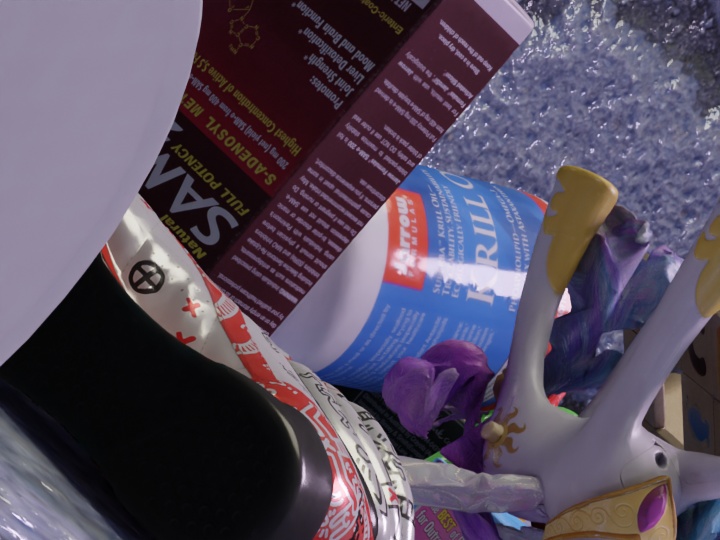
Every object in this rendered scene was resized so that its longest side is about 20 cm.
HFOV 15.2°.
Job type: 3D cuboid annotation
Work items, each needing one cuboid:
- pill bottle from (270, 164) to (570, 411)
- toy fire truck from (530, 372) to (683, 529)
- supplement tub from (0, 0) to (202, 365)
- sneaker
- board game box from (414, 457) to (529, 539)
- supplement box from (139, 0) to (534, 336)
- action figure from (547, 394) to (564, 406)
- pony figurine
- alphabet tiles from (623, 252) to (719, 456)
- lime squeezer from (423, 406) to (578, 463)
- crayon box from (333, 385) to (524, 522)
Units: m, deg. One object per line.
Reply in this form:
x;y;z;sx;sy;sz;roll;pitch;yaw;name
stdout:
0.000;0.000;1.275;0.200;0.112;0.112;12;21;-39;pill bottle
0.156;0.159;1.295;0.176;0.128;0.200;55;-36;13;toy fire truck
-0.134;-0.068;0.406;0.200;0.144;0.144;42;3;22;supplement tub
-0.063;0.025;0.803;0.201;0.067;0.108;47;4;31;sneaker
0.109;0.173;1.107;0.153;0.040;0.200;39;3;-41;board game box
-0.038;-0.061;1.086;0.109;0.200;0.061;42;4;38;supplement box
0.081;0.057;1.496;0.065;0.052;0.200;45;5;-2;action figure
0.060;0.067;0.908;0.166;0.200;0.193;32;-9;-28;pony figurine
0.132;0.093;0.985;0.200;0.008;0.168;-133;-143;-70;alphabet tiles
0.072;0.093;1.298;0.038;0.071;0.200;43;11;33;lime squeezer
0.039;0.087;1.444;0.126;0.052;0.200;42;2;10;crayon box
